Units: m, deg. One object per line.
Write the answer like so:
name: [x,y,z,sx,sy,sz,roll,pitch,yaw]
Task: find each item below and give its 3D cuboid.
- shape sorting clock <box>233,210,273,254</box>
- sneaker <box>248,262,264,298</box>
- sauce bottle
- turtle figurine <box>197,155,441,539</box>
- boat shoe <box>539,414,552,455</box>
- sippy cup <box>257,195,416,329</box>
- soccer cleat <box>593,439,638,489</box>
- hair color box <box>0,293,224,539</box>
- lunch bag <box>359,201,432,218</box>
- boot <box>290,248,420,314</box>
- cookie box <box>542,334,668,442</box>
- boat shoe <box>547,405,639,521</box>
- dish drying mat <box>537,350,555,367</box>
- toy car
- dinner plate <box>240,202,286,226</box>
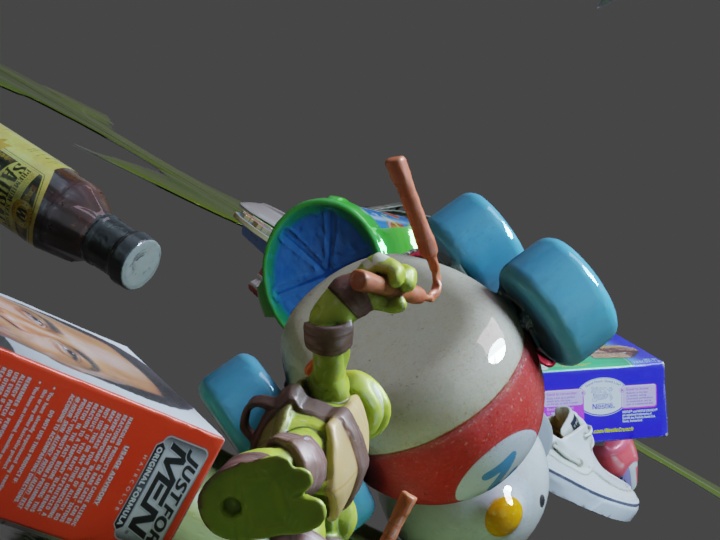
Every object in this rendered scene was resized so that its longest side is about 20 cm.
shape sorting clock: [-0.084,-0.024,2.227,0.199,0.039,0.200,29,4,-2]
sneaker: [-0.004,0.016,1.651,0.199,0.116,0.078,28,3,-34]
sauce bottle: [-0.229,-0.050,1.214,0.199,0.066,0.066,29,3,29]
turtle figurine: [-0.017,0.065,0.629,0.064,0.201,0.161,11,21,9]
boat shoe: [0.065,0.107,1.344,0.199,0.072,0.066,18,12,-26]
sippy cup: [0.000,0.000,1.528,0.177,0.140,0.130,19,13,30]
soccer cleat: [0.206,0.170,1.709,0.200,0.067,0.077,19,-45,52]
hair color box: [-0.158,0.035,0.594,0.200,0.061,0.101,28,3,-36]
lunch bag: [0.016,-0.009,1.823,0.199,0.118,0.164,26,-23,-35]
boot: [0.061,0.054,1.383,0.203,0.074,0.154,20,-33,-30]
cookie box: [0.182,0.108,1.592,0.170,0.076,0.200,-4,8,-8]
boat shoe: [0.174,0.155,1.459,0.199,0.070,0.071,29,4,-20]
dish drying mat: [0.119,0.029,1.500,0.077,0.018,0.200,27,12,-19]
toy car: [0.052,0.099,0.878,0.201,0.184,0.177,59,-11,-27]
dinner plate: [-0.114,-0.074,2.841,0.199,0.024,0.200,29,2,-1]
